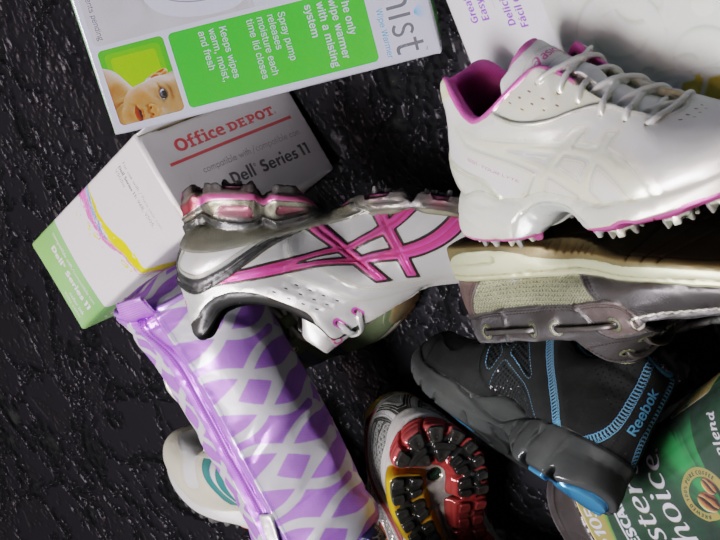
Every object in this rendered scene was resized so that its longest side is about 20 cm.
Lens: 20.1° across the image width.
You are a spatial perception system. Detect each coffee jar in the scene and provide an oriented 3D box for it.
[{"bbox_3d":[0.184,0.107,1.036,0.104,0.085,0.200,56,142,4],"label":"coffee jar"}]

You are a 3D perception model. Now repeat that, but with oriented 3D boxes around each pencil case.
[{"bbox_3d":[-0.066,0.086,1.175,0.084,0.085,0.200,-19,105,44],"label":"pencil case"}]

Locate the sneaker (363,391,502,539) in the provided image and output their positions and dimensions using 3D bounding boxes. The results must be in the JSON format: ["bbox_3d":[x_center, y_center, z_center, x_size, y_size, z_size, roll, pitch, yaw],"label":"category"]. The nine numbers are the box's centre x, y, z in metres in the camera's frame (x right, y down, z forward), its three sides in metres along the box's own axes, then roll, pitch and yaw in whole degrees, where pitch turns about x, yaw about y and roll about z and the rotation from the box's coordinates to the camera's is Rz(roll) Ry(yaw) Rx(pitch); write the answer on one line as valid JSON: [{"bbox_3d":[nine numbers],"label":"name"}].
[{"bbox_3d":[0.048,0.157,1.241,0.082,0.078,0.200,-130,25,-55],"label":"sneaker"}]

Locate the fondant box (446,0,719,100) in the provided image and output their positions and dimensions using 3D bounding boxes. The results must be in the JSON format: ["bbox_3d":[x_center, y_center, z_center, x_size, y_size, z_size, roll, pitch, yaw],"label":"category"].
[{"bbox_3d":[0.135,-0.125,0.958,0.200,0.058,0.145,-7,109,50],"label":"fondant box"}]

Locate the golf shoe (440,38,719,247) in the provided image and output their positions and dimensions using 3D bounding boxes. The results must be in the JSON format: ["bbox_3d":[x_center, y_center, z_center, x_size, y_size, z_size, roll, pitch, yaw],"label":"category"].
[{"bbox_3d":[0.108,-0.064,0.927,0.200,0.075,0.092,-7,108,48],"label":"golf shoe"}]

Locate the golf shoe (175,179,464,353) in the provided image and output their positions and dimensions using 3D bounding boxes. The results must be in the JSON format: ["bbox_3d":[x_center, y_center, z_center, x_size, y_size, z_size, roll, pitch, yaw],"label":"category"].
[{"bbox_3d":[0.000,0.000,1.107,0.199,0.073,0.092,1,84,5],"label":"golf shoe"}]

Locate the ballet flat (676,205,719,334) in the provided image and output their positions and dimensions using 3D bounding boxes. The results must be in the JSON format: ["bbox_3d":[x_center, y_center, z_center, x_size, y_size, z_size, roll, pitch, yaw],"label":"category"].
[{"bbox_3d":[0.153,0.005,1.023,0.200,0.057,0.067,-21,99,52],"label":"ballet flat"}]

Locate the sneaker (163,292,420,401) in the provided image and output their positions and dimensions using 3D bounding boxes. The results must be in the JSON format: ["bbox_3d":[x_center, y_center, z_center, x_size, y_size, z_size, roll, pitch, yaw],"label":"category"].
[{"bbox_3d":[-0.049,0.039,1.237,0.200,0.090,0.067,-27,93,51],"label":"sneaker"}]

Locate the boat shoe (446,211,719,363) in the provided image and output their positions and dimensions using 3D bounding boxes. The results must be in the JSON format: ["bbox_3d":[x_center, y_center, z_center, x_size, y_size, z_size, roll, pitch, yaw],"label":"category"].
[{"bbox_3d":[0.127,0.011,0.973,0.201,0.072,0.066,2,111,45],"label":"boat shoe"}]

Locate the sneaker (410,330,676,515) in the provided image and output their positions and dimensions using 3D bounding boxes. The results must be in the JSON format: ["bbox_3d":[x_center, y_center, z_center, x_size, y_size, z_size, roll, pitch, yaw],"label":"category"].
[{"bbox_3d":[0.097,0.062,1.067,0.073,0.082,0.200,35,177,-29],"label":"sneaker"}]

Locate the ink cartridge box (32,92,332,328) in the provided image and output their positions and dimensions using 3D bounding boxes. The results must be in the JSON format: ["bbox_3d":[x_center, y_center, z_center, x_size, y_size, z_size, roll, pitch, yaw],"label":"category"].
[{"bbox_3d":[-0.099,-0.046,1.212,0.067,0.117,0.200,60,142,6],"label":"ink cartridge box"}]

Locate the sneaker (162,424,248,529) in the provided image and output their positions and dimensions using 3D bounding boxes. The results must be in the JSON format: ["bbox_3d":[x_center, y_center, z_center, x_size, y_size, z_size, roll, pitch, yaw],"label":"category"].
[{"bbox_3d":[-0.059,0.127,1.314,0.200,0.070,0.094,31,133,44],"label":"sneaker"}]

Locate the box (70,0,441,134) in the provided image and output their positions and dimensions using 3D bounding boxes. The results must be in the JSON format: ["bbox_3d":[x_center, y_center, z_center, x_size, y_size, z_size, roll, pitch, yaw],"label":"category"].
[{"bbox_3d":[-0.066,-0.193,1.016,0.176,0.097,0.200,-13,118,4],"label":"box"}]
